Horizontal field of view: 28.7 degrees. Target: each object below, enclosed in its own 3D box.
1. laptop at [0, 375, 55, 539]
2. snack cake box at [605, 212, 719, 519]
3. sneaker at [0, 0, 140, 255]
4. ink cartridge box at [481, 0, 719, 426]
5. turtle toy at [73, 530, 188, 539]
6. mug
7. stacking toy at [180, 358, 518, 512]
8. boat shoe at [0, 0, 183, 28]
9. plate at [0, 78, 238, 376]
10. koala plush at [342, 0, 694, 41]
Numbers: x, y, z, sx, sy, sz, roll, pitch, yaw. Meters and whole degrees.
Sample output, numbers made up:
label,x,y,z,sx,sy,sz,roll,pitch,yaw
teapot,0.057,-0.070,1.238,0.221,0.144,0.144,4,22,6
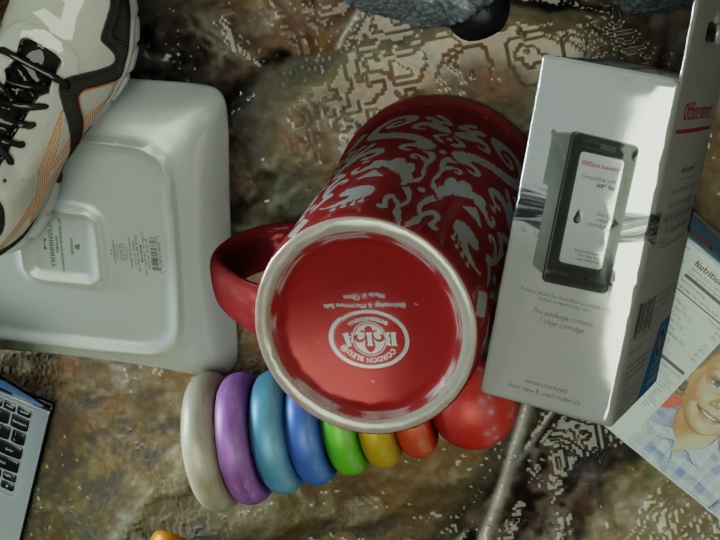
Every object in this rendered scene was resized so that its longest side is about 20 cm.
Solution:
label,x,y,z,sx,sy,sz,roll,pitch,yaw
laptop,-0.307,0.096,0.897,0.186,0.116,0.202,21,112,7
snack cake box,0.199,0.057,0.782,0.200,0.067,0.115,39,111,-1
sneaker,-0.177,-0.082,0.746,0.073,0.080,0.201,26,114,0
ink cartridge box,0.122,-0.039,0.678,0.067,0.116,0.202,14,102,20
turtle toy,-0.129,0.254,0.912,0.145,0.101,0.201,-29,100,20
mug,0.009,0.008,0.741,0.177,0.200,0.134,-36,98,22
stacking toy,-0.003,0.093,0.844,0.198,0.085,0.086,-8,106,11
boat shoe,-0.158,-0.168,0.803,0.199,0.076,0.072,-23,68,29
plate,-0.175,-0.022,0.843,0.198,0.032,0.201,6,122,8
koala plush,0.062,-0.189,0.688,0.199,0.177,0.185,-21,88,20
